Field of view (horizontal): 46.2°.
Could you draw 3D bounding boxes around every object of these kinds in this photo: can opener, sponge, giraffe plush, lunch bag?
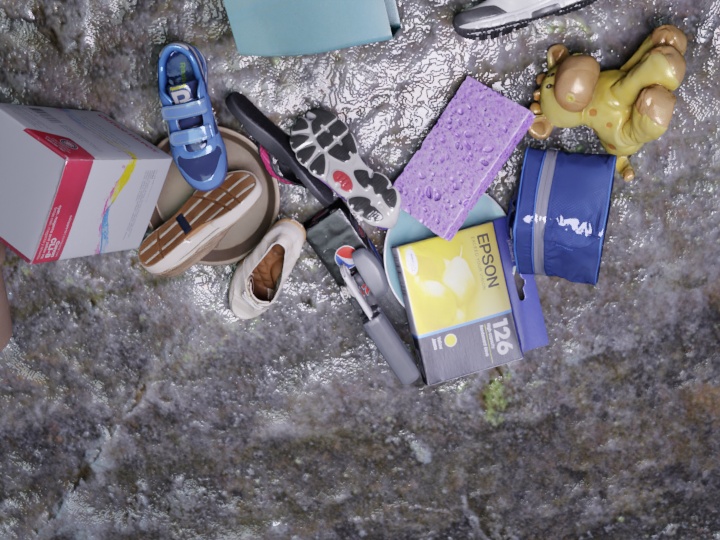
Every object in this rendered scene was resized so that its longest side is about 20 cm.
[{"bbox_3d":[0.031,0.067,1.170,0.066,0.053,0.202,-26,108,7],"label":"can opener"},{"bbox_3d":[0.132,-0.151,1.129,0.111,0.030,0.201,39,99,29],"label":"sponge"},{"bbox_3d":[0.311,-0.231,1.104,0.160,0.174,0.201,19,143,3],"label":"giraffe plush"},{"bbox_3d":[0.260,-0.070,1.117,0.131,0.200,0.138,10,70,16],"label":"lunch bag"}]

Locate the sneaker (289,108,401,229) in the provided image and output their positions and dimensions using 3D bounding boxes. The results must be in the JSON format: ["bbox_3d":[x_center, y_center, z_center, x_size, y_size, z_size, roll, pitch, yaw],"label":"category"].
[{"bbox_3d":[-0.023,-0.129,1.143,0.080,0.083,0.201,-37,78,-5],"label":"sneaker"}]

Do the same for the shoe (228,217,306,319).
[{"bbox_3d":[-0.140,0.008,1.184,0.069,0.054,0.201,27,129,-10],"label":"shoe"}]

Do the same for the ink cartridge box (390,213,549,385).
[{"bbox_3d":[0.160,0.039,1.176,0.197,0.047,0.200,-15,96,-7],"label":"ink cartridge box"}]

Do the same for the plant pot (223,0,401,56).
[{"bbox_3d":[-0.064,-0.344,1.053,0.197,0.142,0.143,-11,109,11],"label":"plant pot"}]

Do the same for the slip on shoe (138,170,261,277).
[{"bbox_3d":[-0.212,-0.059,1.161,0.199,0.076,0.061,-40,145,4],"label":"slip on shoe"}]

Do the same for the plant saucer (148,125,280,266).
[{"bbox_3d":[-0.210,-0.106,1.188,0.197,0.030,0.203,0,109,0],"label":"plant saucer"}]

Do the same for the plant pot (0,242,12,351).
[{"bbox_3d":[-0.568,0.038,1.166,0.197,0.201,0.176,-10,128,3],"label":"plant pot"}]

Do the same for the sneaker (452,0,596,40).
[{"bbox_3d":[0.211,-0.358,1.093,0.197,0.074,0.081,-19,94,1],"label":"sneaker"}]

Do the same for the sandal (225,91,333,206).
[{"bbox_3d":[-0.114,-0.159,1.152,0.200,0.075,0.045,44,110,-6],"label":"sandal"}]

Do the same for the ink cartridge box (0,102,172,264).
[{"bbox_3d":[-0.370,-0.113,1.074,0.144,0.199,0.146,32,109,19],"label":"ink cartridge box"}]

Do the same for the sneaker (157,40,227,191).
[{"bbox_3d":[-0.225,-0.203,1.103,0.073,0.082,0.203,-14,90,-1],"label":"sneaker"}]

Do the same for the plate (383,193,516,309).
[{"bbox_3d":[0.126,-0.022,1.200,0.197,0.026,0.203,-1,93,-11],"label":"plate"}]

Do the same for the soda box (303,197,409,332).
[{"bbox_3d":[0.000,0.000,1.207,0.070,0.063,0.201,-32,107,10],"label":"soda box"}]
